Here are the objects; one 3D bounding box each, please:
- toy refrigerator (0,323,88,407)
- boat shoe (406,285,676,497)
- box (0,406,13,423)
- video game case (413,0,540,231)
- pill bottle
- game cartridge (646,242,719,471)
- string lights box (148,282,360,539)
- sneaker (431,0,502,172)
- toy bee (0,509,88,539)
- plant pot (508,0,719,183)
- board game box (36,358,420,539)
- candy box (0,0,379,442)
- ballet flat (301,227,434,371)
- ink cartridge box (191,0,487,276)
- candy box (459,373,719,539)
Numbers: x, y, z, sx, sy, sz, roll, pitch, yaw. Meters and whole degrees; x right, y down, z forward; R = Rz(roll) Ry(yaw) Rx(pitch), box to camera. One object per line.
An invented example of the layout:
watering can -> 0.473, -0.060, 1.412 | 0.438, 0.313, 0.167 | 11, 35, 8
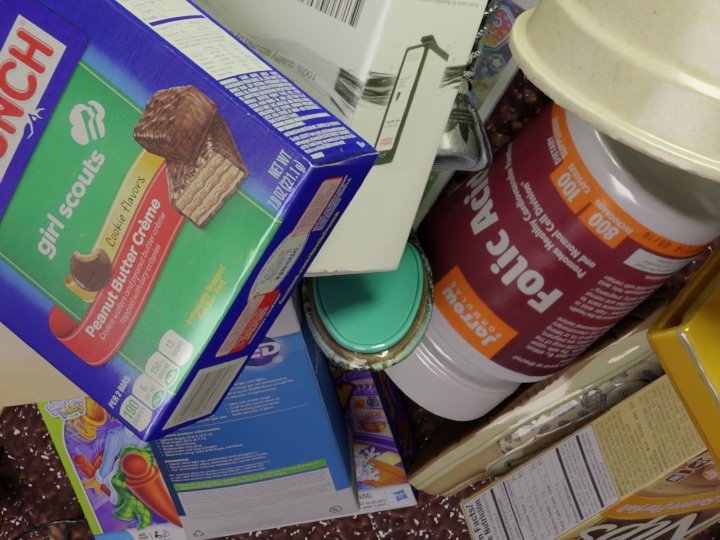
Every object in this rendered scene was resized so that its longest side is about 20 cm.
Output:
toy refrigerator -> -0.205, 0.034, 1.611 | 0.200, 0.076, 0.070 | -7, 124, 10
boat shoe -> 0.111, 0.083, 1.592 | 0.200, 0.073, 0.063 | -33, 105, 31
box -> -0.234, -0.003, 1.710 | 0.119, 0.041, 0.200 | 33, 123, 2
video game case -> 0.011, -0.124, 1.549 | 0.143, 0.018, 0.200 | 34, 125, 3
pill bottle -> 0.098, -0.011, 1.517 | 0.114, 0.114, 0.200 | 43, 125, -5
game cartridge -> 0.238, 0.069, 1.467 | 0.032, 0.176, 0.200 | -13, 112, 41
string lights box -> -0.069, 0.063, 1.533 | 0.103, 0.059, 0.200 | -10, 139, 5
sneaker -> 0.049, -0.117, 1.452 | 0.200, 0.075, 0.114 | -44, 56, 39
toy bee -> -0.265, 0.149, 1.768 | 0.200, 0.109, 0.131 | 9, 121, 19
plant pot -> 0.196, -0.160, 1.362 | 0.200, 0.200, 0.184 | 24, 113, 8
board game box -> -0.078, 0.090, 1.654 | 0.200, 0.045, 0.135 | -11, 123, 14
candy box -> -0.121, -0.047, 1.361 | 0.200, 0.077, 0.169 | 39, 111, 17
ballet flat -> 0.000, 0.000, 1.507 | 0.074, 0.200, 0.074 | -2, 132, -2
ink cartridge box -> -0.026, -0.115, 1.410 | 0.146, 0.084, 0.200 | 30, 109, 34
candy box -> 0.167, 0.109, 1.554 | 0.200, 0.115, 0.055 | -36, 62, 34
